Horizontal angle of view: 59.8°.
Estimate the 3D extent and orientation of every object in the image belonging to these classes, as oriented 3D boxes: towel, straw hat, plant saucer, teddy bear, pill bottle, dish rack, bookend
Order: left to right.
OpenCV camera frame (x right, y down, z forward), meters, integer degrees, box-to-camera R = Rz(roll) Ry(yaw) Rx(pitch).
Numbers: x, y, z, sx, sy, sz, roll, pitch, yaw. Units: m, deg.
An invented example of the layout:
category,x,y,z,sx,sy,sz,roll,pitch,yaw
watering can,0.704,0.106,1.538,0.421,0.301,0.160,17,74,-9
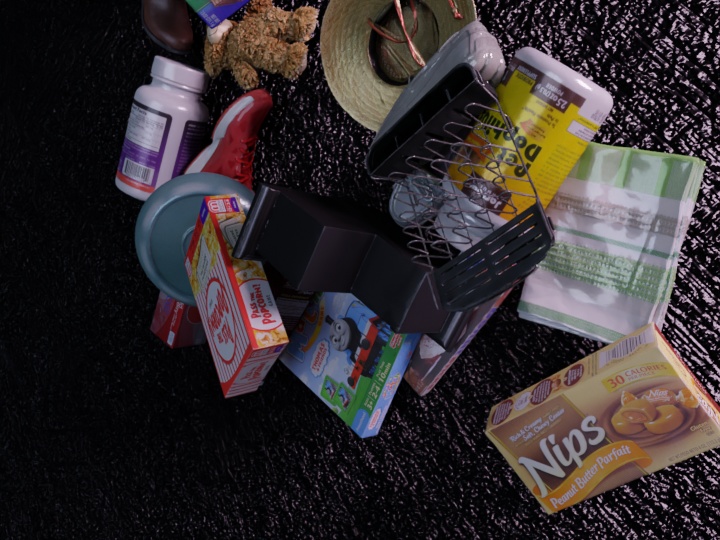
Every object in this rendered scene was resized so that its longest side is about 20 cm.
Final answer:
category,x,y,z,sx,sy,sz,roll,pitch,yaw
pill bottle,-0.293,-0.210,0.945,0.111,0.111,0.202,29,108,28
plant saucer,-0.218,-0.035,0.881,0.197,0.027,0.203,-2,111,-6
teddy bear,-0.144,-0.318,0.861,0.199,0.066,0.146,32,103,30
bookend,0.000,0.000,0.696,0.200,0.198,0.093,38,110,35
straw hat,0.057,-0.264,0.721,0.199,0.085,0.204,11,116,24
dish rack,0.091,-0.069,0.587,0.153,0.054,0.202,-38,57,40
pill bottle,0.157,-0.113,0.643,0.109,0.109,0.201,40,114,25
towel,0.251,-0.027,0.648,0.148,0.031,0.203,17,102,31

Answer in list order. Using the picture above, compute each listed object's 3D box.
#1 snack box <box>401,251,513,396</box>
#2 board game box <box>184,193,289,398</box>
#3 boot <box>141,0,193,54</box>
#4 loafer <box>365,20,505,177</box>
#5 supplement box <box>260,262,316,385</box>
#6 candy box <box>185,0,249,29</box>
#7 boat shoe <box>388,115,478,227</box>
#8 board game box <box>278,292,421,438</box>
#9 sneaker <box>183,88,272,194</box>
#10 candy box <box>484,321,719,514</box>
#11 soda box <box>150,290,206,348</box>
category,x,y,z,sx,sy,sz,roll,pitch,yaw
snack box,0.108,0.054,0.749,0.072,0.024,0.201,46,116,26
board game box,-0.158,0.033,0.770,0.152,0.046,0.202,-54,53,51
boot,-0.266,-0.448,0.913,0.200,0.068,0.190,-46,55,46
loafer,0.072,-0.174,0.667,0.200,0.069,0.071,-40,49,39
supplement box,-0.136,0.051,0.858,0.201,0.060,0.109,-58,42,28
candy box,-0.168,-0.435,0.783,0.199,0.169,0.078,-30,50,16
boat shoe,0.095,-0.132,0.722,0.202,0.064,0.075,-47,69,26
board game box,-0.027,0.094,0.819,0.199,0.036,0.153,35,112,37
sneaker,-0.164,-0.154,0.899,0.116,0.078,0.200,51,125,7
candy box,0.240,0.154,0.632,0.199,0.055,0.116,-37,94,30
soda box,-0.255,0.015,0.958,0.063,0.070,0.202,31,110,31
